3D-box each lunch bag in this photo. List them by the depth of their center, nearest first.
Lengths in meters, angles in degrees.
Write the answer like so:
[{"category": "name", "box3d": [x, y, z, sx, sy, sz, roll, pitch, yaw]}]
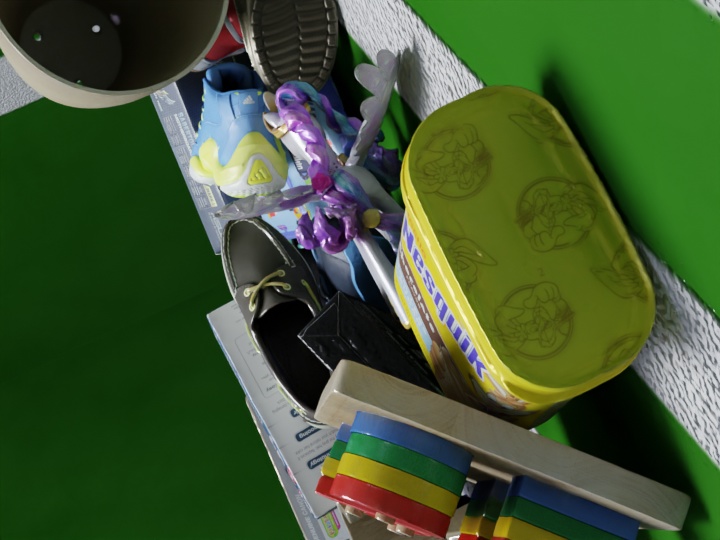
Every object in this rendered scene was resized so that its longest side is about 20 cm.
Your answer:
[{"category": "lunch bag", "box3d": [-0.040, -0.113, 1.078, 0.199, 0.093, 0.152, 2, 117, 66]}]

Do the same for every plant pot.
[{"category": "plant pot", "box3d": [-0.222, -0.207, 0.962, 0.190, 0.186, 0.200, 67, 156, -2]}]

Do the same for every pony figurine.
[{"category": "pony figurine", "box3d": [-0.009, -0.056, 0.856, 0.201, 0.166, 0.193, 52, 179, -4]}]

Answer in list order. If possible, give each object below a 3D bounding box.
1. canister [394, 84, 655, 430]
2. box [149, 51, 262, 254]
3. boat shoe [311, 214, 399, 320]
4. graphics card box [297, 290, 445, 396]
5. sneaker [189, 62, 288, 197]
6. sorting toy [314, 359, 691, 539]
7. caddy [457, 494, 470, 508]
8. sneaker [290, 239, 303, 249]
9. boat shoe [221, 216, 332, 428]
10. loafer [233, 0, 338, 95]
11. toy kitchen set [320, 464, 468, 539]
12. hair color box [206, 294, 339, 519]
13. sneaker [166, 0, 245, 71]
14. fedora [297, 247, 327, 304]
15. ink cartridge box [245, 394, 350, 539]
[{"category": "canister", "box3d": [0.076, 0.010, 0.645, 0.200, 0.086, 0.150, 94, 151, -74]}, {"category": "box", "box3d": [-0.118, -0.139, 1.196, 0.051, 0.157, 0.202, -9, 108, 43]}, {"category": "boat shoe", "box3d": [0.000, 0.000, 1.048, 0.068, 0.084, 0.201, 32, 159, 20]}, {"category": "graphics card box", "box3d": [0.030, 0.083, 0.932, 0.126, 0.051, 0.200, 46, -177, 12]}, {"category": "sneaker", "box3d": [-0.105, -0.125, 1.015, 0.200, 0.075, 0.107, -153, 58, -67]}, {"category": "sorting toy", "box3d": [0.061, 0.131, 0.700, 0.196, 0.070, 0.200, 22, 168, 0]}, {"category": "caddy", "box3d": [0.068, 0.229, 1.156, 0.200, 0.104, 0.143, 122, 125, -79]}, {"category": "sneaker", "box3d": [-0.044, -0.006, 1.340, 0.080, 0.070, 0.203, -135, 24, -77]}, {"category": "boat shoe", "box3d": [-0.064, 0.036, 1.003, 0.203, 0.071, 0.061, 61, 179, 13]}, {"category": "loafer", "box3d": [-0.067, -0.234, 0.933, 0.068, 0.075, 0.203, -132, 30, -66]}, {"category": "toy kitchen set", "box3d": [0.054, 0.223, 0.929, 0.165, 0.198, 0.180, 66, 171, -6]}, {"category": "hair color box", "box3d": [-0.047, 0.107, 1.053, 0.202, 0.099, 0.061, 60, 171, 10]}, {"category": "sneaker", "box3d": [-0.091, -0.245, 1.077, 0.072, 0.111, 0.201, 58, -155, -17]}, {"category": "fedora", "box3d": [-0.053, 0.039, 1.221, 0.201, 0.090, 0.204, 2, -90, -89]}, {"category": "ink cartridge box", "box3d": [-0.018, 0.197, 1.362, 0.084, 0.174, 0.202, 125, 121, -79]}]
